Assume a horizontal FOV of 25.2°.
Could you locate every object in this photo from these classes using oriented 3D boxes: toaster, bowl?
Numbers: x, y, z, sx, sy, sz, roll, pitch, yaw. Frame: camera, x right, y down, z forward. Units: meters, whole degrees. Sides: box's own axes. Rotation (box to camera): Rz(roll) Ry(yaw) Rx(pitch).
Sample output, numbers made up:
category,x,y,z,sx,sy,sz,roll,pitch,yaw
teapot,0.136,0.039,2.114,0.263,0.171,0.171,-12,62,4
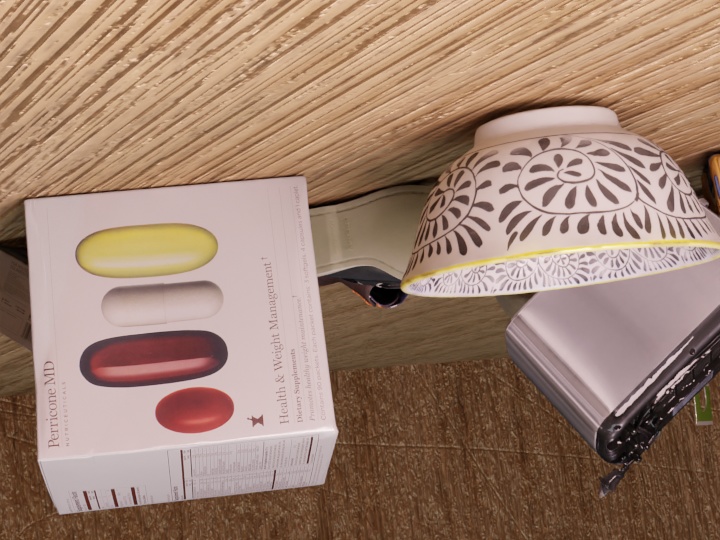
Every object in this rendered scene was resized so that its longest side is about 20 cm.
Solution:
category,x,y,z,sx,sy,sz,roll,pitch,yaw
toaster,0.206,0.049,1.195,0.200,0.119,0.181,-45,161,-2
bowl,0.118,-0.045,0.990,0.198,0.095,0.201,-7,173,-1

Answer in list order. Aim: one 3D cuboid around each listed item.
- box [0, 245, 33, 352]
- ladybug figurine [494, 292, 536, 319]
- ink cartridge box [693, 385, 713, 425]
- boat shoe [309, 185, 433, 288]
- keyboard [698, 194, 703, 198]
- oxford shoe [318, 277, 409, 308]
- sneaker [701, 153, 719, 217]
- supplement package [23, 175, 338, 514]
category,x,y,z,sx,sy,sz,roll,pitch,yaw
box,-0.214,0.033,1.345,0.116,0.061,0.199,26,-170,29
ladybug figurine,0.203,0.001,1.370,0.198,0.073,0.136,-19,-147,-17
ink cartridge box,0.316,0.065,1.694,0.075,0.202,0.148,-8,173,17
boat shoe,0.026,-0.022,1.247,0.198,0.075,0.066,-10,175,30
keyboard,0.299,-0.032,1.496,0.011,0.057,0.200,17,174,2
oxford shoe,0.000,0.000,1.407,0.071,0.073,0.200,-3,173,-28
sneaker,0.315,-0.052,1.260,0.087,0.076,0.200,-11,175,7
supplement package,-0.129,0.054,1.145,0.198,0.193,0.147,-6,159,-7
